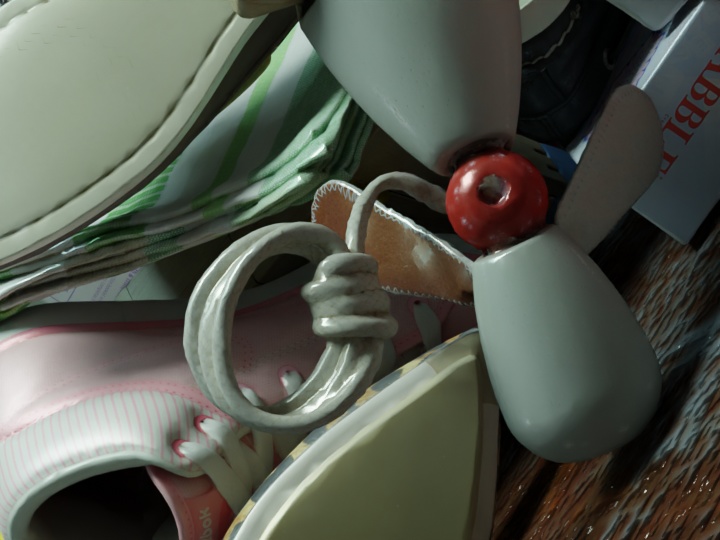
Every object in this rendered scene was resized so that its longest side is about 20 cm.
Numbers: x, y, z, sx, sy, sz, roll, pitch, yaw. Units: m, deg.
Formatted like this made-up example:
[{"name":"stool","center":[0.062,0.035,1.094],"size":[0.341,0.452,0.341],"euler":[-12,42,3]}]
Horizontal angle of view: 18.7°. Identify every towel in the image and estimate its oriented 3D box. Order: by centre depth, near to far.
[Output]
[{"name":"towel","center":[-0.077,-0.045,0.735],"size":[0.199,0.023,0.153],"euler":[-20,31,26]}]

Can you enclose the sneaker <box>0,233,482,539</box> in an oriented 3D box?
[{"name":"sneaker","center":[-0.024,0.051,0.691],"size":[0.105,0.199,0.076],"euler":[-106,10,-56]}]

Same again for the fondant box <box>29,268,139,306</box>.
[{"name":"fondant box","center":[-0.099,0.067,0.911],"size":[0.144,0.200,0.058],"euler":[-52,10,42]}]

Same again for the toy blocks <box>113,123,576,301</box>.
[{"name":"toy blocks","center":[0.000,0.000,0.811],"size":[0.200,0.136,0.100],"euler":[-50,50,23]}]

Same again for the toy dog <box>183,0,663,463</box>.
[{"name":"toy dog","center":[0.020,-0.046,0.604],"size":[0.096,0.131,0.201],"euler":[75,-166,-84]}]

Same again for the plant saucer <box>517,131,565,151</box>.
[{"name":"plant saucer","center":[0.011,-0.050,0.863],"size":[0.201,0.200,0.051],"euler":[-54,40,28]}]

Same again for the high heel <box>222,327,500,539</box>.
[{"name":"high heel","center":[-0.021,0.107,0.678],"size":[0.200,0.071,0.143],"euler":[-61,5,-9]}]

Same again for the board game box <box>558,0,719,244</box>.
[{"name":"board game box","center":[0.136,-0.114,0.725],"size":[0.200,0.041,0.200],"euler":[-56,5,7]}]

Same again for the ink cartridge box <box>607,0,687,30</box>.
[{"name":"ink cartridge box","center":[0.120,-0.193,0.656],"size":[0.144,0.084,0.200],"euler":[-51,8,49]}]

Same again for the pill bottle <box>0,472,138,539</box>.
[{"name":"pill bottle","center":[-0.115,0.165,0.771],"size":[0.200,0.114,0.114],"euler":[-56,5,1]}]

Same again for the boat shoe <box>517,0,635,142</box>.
[{"name":"boat shoe","center":[0.075,-0.118,0.733],"size":[0.074,0.066,0.200],"euler":[-16,35,27]}]

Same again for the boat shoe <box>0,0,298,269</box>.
[{"name":"boat shoe","center":[-0.064,-0.074,0.681],"size":[0.200,0.072,0.060],"euler":[-50,-12,-5]}]
